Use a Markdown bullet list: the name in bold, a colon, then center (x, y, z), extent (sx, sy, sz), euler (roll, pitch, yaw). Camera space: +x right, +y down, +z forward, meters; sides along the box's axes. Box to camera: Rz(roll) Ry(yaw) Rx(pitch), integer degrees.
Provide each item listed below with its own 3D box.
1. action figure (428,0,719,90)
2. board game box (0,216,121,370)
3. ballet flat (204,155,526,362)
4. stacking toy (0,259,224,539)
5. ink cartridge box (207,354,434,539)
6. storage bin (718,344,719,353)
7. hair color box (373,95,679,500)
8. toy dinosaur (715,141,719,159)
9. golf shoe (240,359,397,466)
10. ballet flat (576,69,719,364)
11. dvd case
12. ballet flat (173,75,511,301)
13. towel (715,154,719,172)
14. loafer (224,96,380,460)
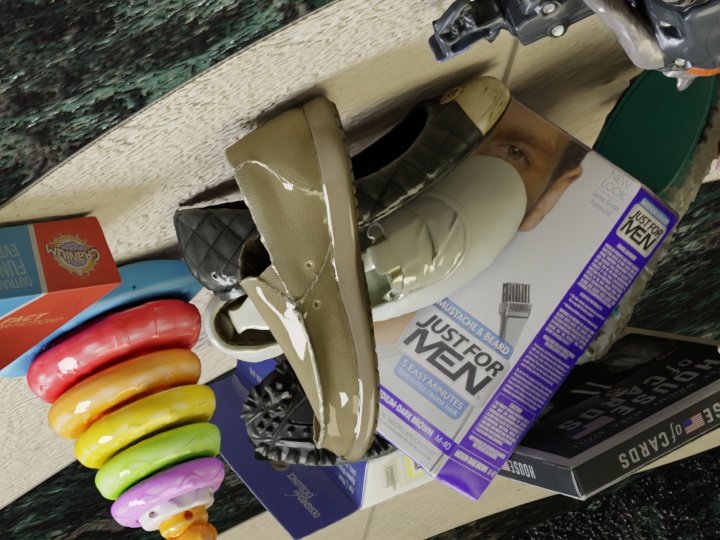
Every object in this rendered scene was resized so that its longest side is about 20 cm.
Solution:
- **action figure**: center (0.127, -0.130, 1.327), extent (0.199, 0.105, 0.193), euler (-28, 158, 10)
- **board game box**: center (-0.243, 0.039, 1.468), extent (0.200, 0.040, 0.153), euler (-34, 164, 38)
- **ballet flat**: center (0.000, 0.000, 1.552), extent (0.199, 0.070, 0.069), euler (-25, 168, 15)
- **stacking toy**: center (-0.115, 0.105, 1.604), extent (0.116, 0.201, 0.110), euler (-17, 166, -32)
- **ink cartridge box**: center (0.005, 0.075, 1.798), extent (0.199, 0.198, 0.047), euler (-19, 122, -19)
- **storage bin**: center (0.300, -0.038, 1.551), extent (0.198, 0.093, 0.201), euler (-35, 154, -60)
- **hair color box**: center (0.075, 0.015, 1.591), extent (0.200, 0.109, 0.065), euler (-54, 146, 0)
- **toy dinosaur**: center (0.252, -0.119, 1.680), extent (0.200, 0.102, 0.136), euler (-47, -178, -1)
- **golf shoe**: center (0.027, 0.070, 1.697), extent (0.199, 0.078, 0.095), euler (-18, 171, -1)
- **ballet flat**: center (0.159, -0.036, 1.638), extent (0.201, 0.072, 0.072), euler (-62, 161, 4)
- **dvd case**: center (0.142, 0.080, 1.638), extent (0.150, 0.025, 0.200), euler (-26, -168, -19)
- **ballet flat**: center (-0.008, -0.052, 1.518), extent (0.199, 0.057, 0.066), euler (-31, -168, 1)
- **towel**: center (0.238, -0.140, 1.394), extent (0.143, 0.023, 0.201), euler (-31, 145, -52)
- **loafer**: center (-0.029, 0.007, 1.471), extent (0.067, 0.201, 0.076), euler (-7, -160, 0)
